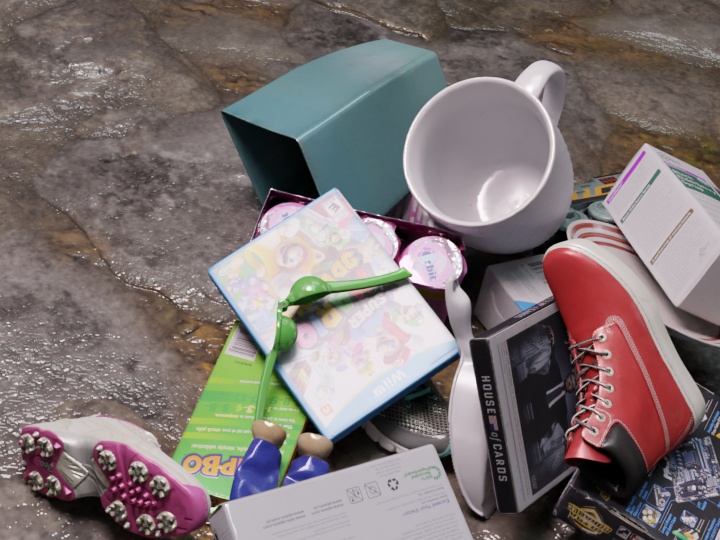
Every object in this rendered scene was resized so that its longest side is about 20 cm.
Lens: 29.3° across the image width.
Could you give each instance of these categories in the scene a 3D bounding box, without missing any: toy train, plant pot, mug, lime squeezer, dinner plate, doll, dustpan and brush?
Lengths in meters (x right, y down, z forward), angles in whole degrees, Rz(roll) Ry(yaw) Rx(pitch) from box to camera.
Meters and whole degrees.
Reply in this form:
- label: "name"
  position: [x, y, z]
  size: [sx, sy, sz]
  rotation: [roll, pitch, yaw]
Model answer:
- label: "toy train"
  position: [0.247, -0.052, 1.486]
  size: [0.200, 0.085, 0.114]
  rotation: [-12, 30, -21]
- label: "plant pot"
  position: [-0.006, -0.144, 1.421]
  size: [0.200, 0.141, 0.141]
  rotation: [-37, 36, -22]
- label: "mug"
  position: [0.148, -0.112, 1.350]
  size: [0.148, 0.175, 0.200]
  rotation: [25, 85, 24]
- label: "lime squeezer"
  position: [-0.048, 0.051, 1.196]
  size: [0.071, 0.038, 0.200]
  rotation: [46, 74, -11]
- label: "dinner plate"
  position: [0.278, 0.017, 1.300]
  size: [0.200, 0.024, 0.200]
  rotation: [25, 25, -12]
- label: "doll"
  position: [-0.083, 0.216, 1.081]
  size: [0.136, 0.048, 0.200]
  rotation: [16, 52, -2]
- label: "dustpan and brush"
  position: [0.105, 0.093, 1.184]
  size: [0.057, 0.200, 0.140]
  rotation: [12, 36, 28]

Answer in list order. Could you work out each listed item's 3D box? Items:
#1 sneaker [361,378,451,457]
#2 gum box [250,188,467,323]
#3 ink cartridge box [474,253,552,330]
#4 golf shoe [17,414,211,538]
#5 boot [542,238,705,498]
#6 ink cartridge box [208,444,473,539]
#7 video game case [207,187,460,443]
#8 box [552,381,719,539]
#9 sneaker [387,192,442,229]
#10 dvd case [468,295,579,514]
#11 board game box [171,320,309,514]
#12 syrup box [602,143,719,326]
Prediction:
- label: "sneaker"
  position: [0.022, 0.089, 1.245]
  size: [0.078, 0.091, 0.200]
  rotation: [-24, 49, -34]
- label: "gum box"
  position: [0.000, 0.000, 1.322]
  size: [0.200, 0.114, 0.066]
  rotation: [14, 61, 5]
- label: "ink cartridge box"
  position: [0.231, 0.036, 1.375]
  size: [0.200, 0.068, 0.115]
  rotation: [-12, 45, -25]
- label: "golf shoe"
  position: [-0.184, 0.155, 1.107]
  size: [0.200, 0.075, 0.092]
  rotation: [15, 22, 36]
- label: "boot"
  position: [0.191, 0.081, 1.134]
  size: [0.144, 0.072, 0.200]
  rotation: [-34, 92, -40]
- label: "ink cartridge box"
  position: [0.008, 0.249, 1.046]
  size: [0.200, 0.041, 0.200]
  rotation: [-10, 66, -31]
- label: "video game case"
  position: [-0.025, 0.037, 1.222]
  size: [0.143, 0.018, 0.200]
  rotation: [-33, 67, -10]
- label: "box"
  position: [0.292, 0.189, 1.188]
  size: [0.198, 0.050, 0.200]
  rotation: [30, 43, 11]
- label: "sneaker"
  position: [0.079, -0.059, 1.460]
  size: [0.088, 0.081, 0.200]
  rotation: [3, 37, -21]
- label: "dvd case"
  position: [0.163, 0.104, 1.187]
  size: [0.025, 0.150, 0.200]
  rotation: [-4, 11, 37]
- label: "board game box"
  position: [-0.097, 0.133, 1.195]
  size: [0.096, 0.030, 0.200]
  rotation: [15, 46, 7]
- label: "syrup box"
  position: [0.315, -0.035, 1.317]
  size: [0.079, 0.081, 0.200]
  rotation: [22, 25, -25]
